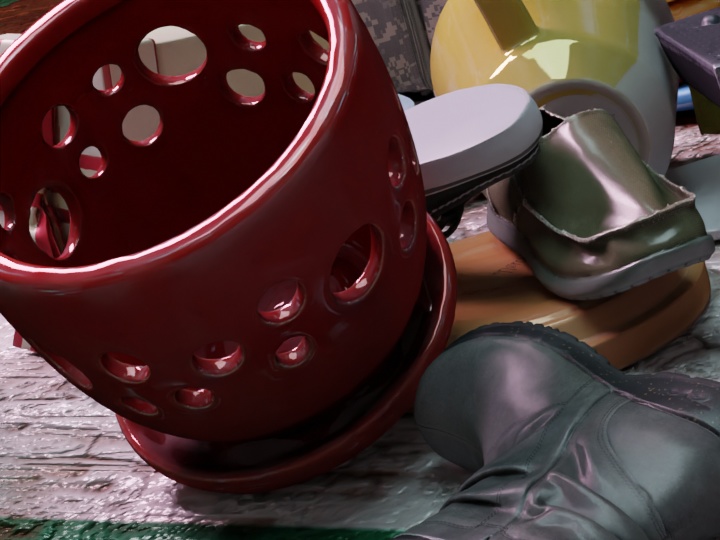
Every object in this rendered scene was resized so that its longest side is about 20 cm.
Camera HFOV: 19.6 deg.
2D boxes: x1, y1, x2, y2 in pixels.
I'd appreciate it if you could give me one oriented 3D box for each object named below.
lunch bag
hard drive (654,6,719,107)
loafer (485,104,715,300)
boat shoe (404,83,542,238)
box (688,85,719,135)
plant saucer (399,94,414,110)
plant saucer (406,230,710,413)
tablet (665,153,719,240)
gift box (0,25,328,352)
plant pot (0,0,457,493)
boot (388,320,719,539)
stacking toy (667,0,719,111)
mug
[{"bbox_3d":[0.091,-0.222,1.586,0.166,0.140,0.200,-6,20,28],"label":"lunch bag"},{"bbox_3d":[0.267,-0.131,1.102,0.198,0.043,0.135,-17,17,-2],"label":"hard drive"},{"bbox_3d":[0.105,-0.038,1.015,0.075,0.070,0.200,-20,18,-16],"label":"loafer"},{"bbox_3d":[0.021,-0.041,1.055,0.199,0.057,0.069,-16,29,43],"label":"boat shoe"},{"bbox_3d":[0.278,-0.106,1.174,0.075,0.051,0.199,-26,20,-30],"label":"box"},{"bbox_3d":[-0.055,-0.071,1.413,0.199,0.039,0.201,-13,17,4],"label":"plant saucer"},{"bbox_3d":[0.075,0.015,1.047,0.199,0.033,0.200,-13,17,4],"label":"plant saucer"},{"bbox_3d":[0.261,-0.063,1.163,0.198,0.014,0.130,-17,17,-6],"label":"tablet"},{"bbox_3d":[-0.128,-0.055,1.206,0.186,0.186,0.199,-17,11,-37],"label":"gift box"},{"bbox_3d":[-0.058,-0.016,0.928,0.199,0.183,0.202,-17,45,18],"label":"plant pot"},{"bbox_3d":[0.052,0.083,0.804,0.131,0.070,0.199,-32,19,-30],"label":"boot"},{"bbox_3d":[0.184,-0.205,1.351,0.109,0.202,0.116,-4,21,30],"label":"stacking toy"},{"bbox_3d":[0.099,-0.102,1.174,0.185,0.150,0.153,26,23,-10],"label":"mug"}]
